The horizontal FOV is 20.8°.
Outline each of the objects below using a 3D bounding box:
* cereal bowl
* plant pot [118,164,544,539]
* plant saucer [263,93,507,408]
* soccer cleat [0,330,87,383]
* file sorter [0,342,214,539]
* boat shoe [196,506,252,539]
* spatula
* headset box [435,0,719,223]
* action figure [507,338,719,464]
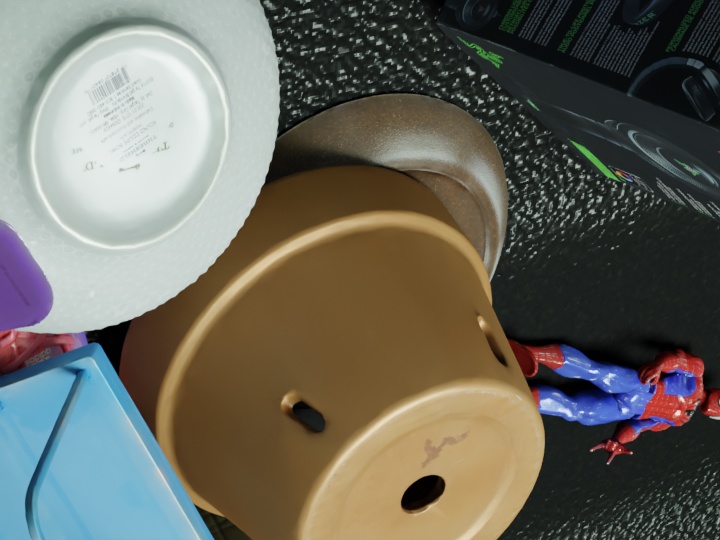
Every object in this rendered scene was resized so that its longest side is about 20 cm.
[{"bbox_3d":[-0.115,-0.063,0.828,0.199,0.083,0.201,-13,114,-31],"label":"cereal bowl"},{"bbox_3d":[-0.003,0.069,0.973,0.199,0.140,0.201,-19,134,-21],"label":"plant pot"},{"bbox_3d":[0.000,0.000,1.043,0.199,0.032,0.201,-20,134,-22],"label":"plant saucer"},{"bbox_3d":[-0.162,0.012,0.905,0.068,0.073,0.201,-26,136,-14],"label":"soccer cleat"},{"bbox_3d":[-0.185,0.148,0.883,0.199,0.123,0.139,-19,114,18],"label":"file sorter"},{"bbox_3d":[-0.098,0.191,1.106,0.200,0.073,0.063,-35,144,-2],"label":"boat shoe"},{"bbox_3d":[-0.211,0.006,0.809,0.057,0.199,0.021,61,43,-36],"label":"spatula"},{"bbox_3d":[0.158,-0.097,0.957,0.174,0.200,0.093,35,85,-48],"label":"headset box"},{"bbox_3d":[0.161,0.078,1.211,0.199,0.052,0.066,5,118,-40],"label":"action figure"}]
